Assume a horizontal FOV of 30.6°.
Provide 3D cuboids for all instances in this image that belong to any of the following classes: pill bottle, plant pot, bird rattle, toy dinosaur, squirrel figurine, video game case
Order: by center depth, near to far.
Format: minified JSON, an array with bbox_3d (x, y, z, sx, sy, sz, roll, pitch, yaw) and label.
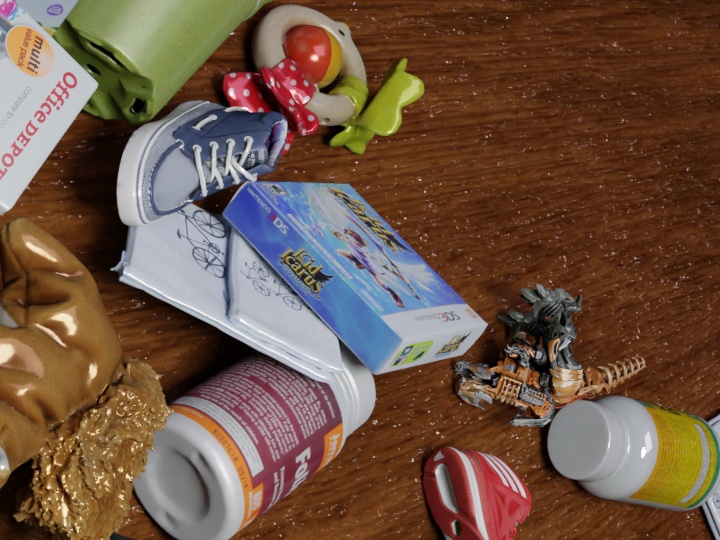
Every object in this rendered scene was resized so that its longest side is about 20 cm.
[{"bbox_3d":[-0.220,0.102,0.869,0.200,0.142,0.187,41,26,-18],"label":"squirrel figurine"},{"bbox_3d":[-0.082,0.129,1.071,0.200,0.114,0.114,-31,96,-47],"label":"pill bottle"},{"bbox_3d":[-0.180,-0.230,1.090,0.200,0.200,0.190,42,61,-26],"label":"plant pot"},{"bbox_3d":[0.000,0.000,1.164,0.200,0.045,0.181,46,20,18],"label":"video game case"},{"bbox_3d":[-0.052,-0.183,1.274,0.200,0.113,0.163,0,62,-32],"label":"bird rattle"},{"bbox_3d":[0.193,0.098,1.368,0.200,0.102,0.136,9,63,-32],"label":"toy dinosaur"},{"bbox_3d":[0.298,0.197,1.433,0.200,0.113,0.113,16,62,-40],"label":"pill bottle"}]

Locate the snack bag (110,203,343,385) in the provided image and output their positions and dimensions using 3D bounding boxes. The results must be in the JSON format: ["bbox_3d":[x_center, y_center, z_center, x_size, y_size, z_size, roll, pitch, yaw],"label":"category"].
[{"bbox_3d":[-0.106,-0.002,1.084,0.200,0.021,0.189,29,23,-19],"label":"snack bag"}]

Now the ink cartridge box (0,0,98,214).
[{"bbox_3d":[-0.318,-0.129,0.915,0.200,0.145,0.145,45,46,-24],"label":"ink cartridge box"}]

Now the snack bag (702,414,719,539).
[{"bbox_3d":[0.482,0.269,1.646,0.200,0.021,0.189,-21,88,-48],"label":"snack bag"}]

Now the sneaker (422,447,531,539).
[{"bbox_3d":[0.134,0.267,1.263,0.115,0.078,0.200,6,71,-43],"label":"sneaker"}]

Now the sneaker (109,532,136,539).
[{"bbox_3d":[-0.120,0.230,0.986,0.088,0.076,0.200,-45,129,-2],"label":"sneaker"}]

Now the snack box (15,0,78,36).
[{"bbox_3d":[-0.260,-0.279,1.001,0.053,0.142,0.200,6,52,-43],"label":"snack box"}]

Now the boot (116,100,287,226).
[{"bbox_3d":[-0.125,-0.092,1.070,0.200,0.090,0.073,-65,156,-60],"label":"boot"}]
